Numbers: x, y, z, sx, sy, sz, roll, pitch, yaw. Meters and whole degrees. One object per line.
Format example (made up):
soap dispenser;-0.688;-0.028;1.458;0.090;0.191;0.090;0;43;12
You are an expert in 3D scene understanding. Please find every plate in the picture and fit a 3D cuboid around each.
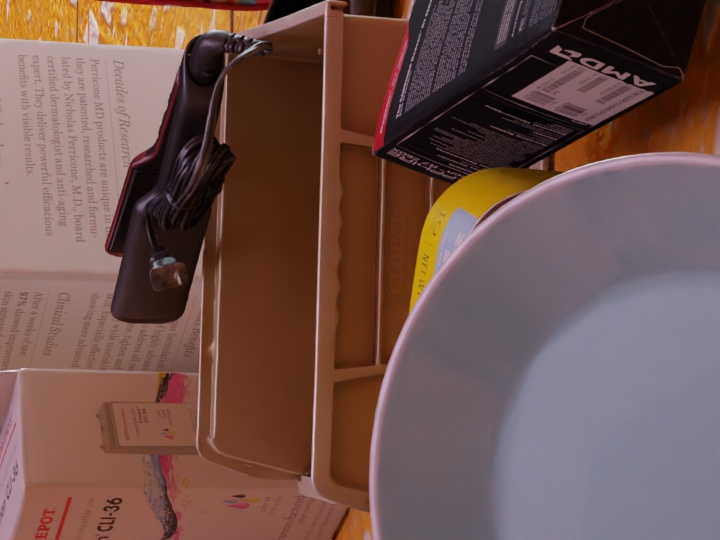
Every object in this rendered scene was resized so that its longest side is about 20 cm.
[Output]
plate;0.093;0.067;0.759;0.200;0.026;0.201;5;99;31

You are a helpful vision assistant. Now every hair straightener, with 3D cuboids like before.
hair straightener;-0.070;-0.029;1.186;0.200;0.041;0.077;122;147;-53

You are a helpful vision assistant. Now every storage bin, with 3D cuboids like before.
storage bin;0.000;0.000;1.154;0.200;0.093;0.199;180;92;-74

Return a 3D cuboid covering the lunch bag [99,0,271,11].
lunch bag;-0.102;-0.231;1.390;0.082;0.176;0.201;-125;41;-64

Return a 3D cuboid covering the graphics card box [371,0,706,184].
graphics card box;0.068;-0.106;0.953;0.200;0.051;0.126;147;142;-72

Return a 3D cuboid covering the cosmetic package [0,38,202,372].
cosmetic package;-0.182;-0.017;1.598;0.168;0.199;0.167;114;153;-52

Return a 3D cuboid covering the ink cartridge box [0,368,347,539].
ink cartridge box;-0.114;0.104;1.346;0.117;0.199;0.068;114;154;-53

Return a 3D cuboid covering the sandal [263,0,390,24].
sandal;-0.016;-0.116;1.295;0.082;0.054;0.201;-112;29;-55

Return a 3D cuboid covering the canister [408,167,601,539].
canister;0.075;0.050;0.900;0.200;0.086;0.149;-144;58;-73
